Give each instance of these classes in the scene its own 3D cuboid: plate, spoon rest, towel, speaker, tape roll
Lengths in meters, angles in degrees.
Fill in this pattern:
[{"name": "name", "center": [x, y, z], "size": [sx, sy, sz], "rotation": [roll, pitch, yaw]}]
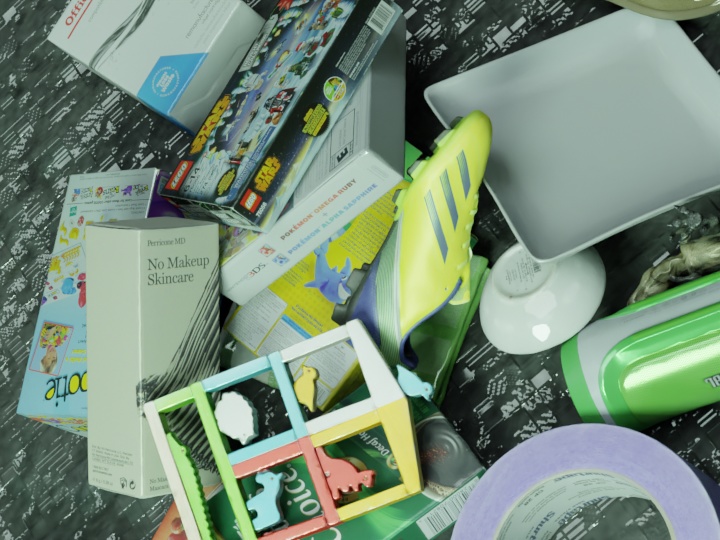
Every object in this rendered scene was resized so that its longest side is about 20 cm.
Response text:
[{"name": "plate", "center": [0.175, -0.098, 1.504], "size": [0.200, 0.032, 0.200], "rotation": [-23, 49, -9]}, {"name": "spoon rest", "center": [0.128, -0.021, 1.515], "size": [0.099, 0.061, 0.200], "rotation": [-22, 49, 21]}, {"name": "towel", "center": [-0.007, 0.034, 1.605], "size": [0.200, 0.031, 0.149], "rotation": [18, 83, 29]}, {"name": "speaker", "center": [0.244, 0.049, 1.429], "size": [0.200, 0.088, 0.088], "rotation": [-22, 64, 20]}, {"name": "tape roll", "center": [0.166, 0.211, 1.415], "size": [0.200, 0.085, 0.200], "rotation": [-10, 69, 26]}]

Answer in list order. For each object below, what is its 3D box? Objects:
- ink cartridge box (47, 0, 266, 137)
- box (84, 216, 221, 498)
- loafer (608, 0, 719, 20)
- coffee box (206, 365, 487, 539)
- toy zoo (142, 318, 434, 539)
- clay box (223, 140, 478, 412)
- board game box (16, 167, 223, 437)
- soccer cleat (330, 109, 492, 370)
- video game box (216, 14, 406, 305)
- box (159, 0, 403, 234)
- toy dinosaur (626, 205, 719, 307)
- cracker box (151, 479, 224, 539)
[{"name": "ink cartridge box", "center": [-0.183, -0.208, 1.756], "size": [0.200, 0.067, 0.116], "rotation": [32, 90, 32]}, {"name": "box", "center": [-0.154, 0.063, 1.533], "size": [0.068, 0.082, 0.200], "rotation": [7, 101, 46]}, {"name": "loafer", "center": [0.204, -0.241, 1.554], "size": [0.200, 0.067, 0.076], "rotation": [10, 59, 31]}, {"name": "coffee box", "center": [-0.015, 0.169, 1.488], "size": [0.200, 0.044, 0.123], "rotation": [-35, 54, -2]}, {"name": "toy zoo", "center": [-0.041, 0.119, 1.458], "size": [0.200, 0.020, 0.131], "rotation": [-21, 79, 7]}, {"name": "clay box", "center": [0.000, 0.000, 1.568], "size": [0.115, 0.048, 0.200], "rotation": [38, 92, 28]}, {"name": "board game box", "center": [-0.182, 0.031, 1.640], "size": [0.105, 0.103, 0.200], "rotation": [-1, 71, 41]}, {"name": "soccer cleat", "center": [0.054, -0.020, 1.477], "size": [0.084, 0.065, 0.200], "rotation": [30, 107, 7]}, {"name": "video game box", "center": [-0.041, -0.094, 1.582], "size": [0.182, 0.047, 0.200], "rotation": [-35, 33, 30]}, {"name": "box", "center": [-0.062, -0.126, 1.560], "size": [0.200, 0.040, 0.137], "rotation": [-60, 27, -10]}, {"name": "toy dinosaur", "center": [0.268, -0.023, 1.441], "size": [0.200, 0.088, 0.047], "rotation": [-18, 70, 22]}, {"name": "cracker box", "center": [-0.068, 0.239, 1.542], "size": [0.200, 0.058, 0.134], "rotation": [26, 84, 31]}]
